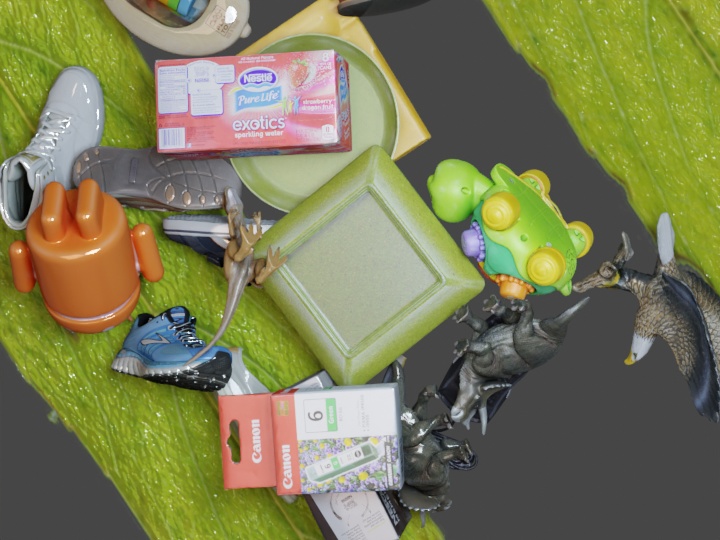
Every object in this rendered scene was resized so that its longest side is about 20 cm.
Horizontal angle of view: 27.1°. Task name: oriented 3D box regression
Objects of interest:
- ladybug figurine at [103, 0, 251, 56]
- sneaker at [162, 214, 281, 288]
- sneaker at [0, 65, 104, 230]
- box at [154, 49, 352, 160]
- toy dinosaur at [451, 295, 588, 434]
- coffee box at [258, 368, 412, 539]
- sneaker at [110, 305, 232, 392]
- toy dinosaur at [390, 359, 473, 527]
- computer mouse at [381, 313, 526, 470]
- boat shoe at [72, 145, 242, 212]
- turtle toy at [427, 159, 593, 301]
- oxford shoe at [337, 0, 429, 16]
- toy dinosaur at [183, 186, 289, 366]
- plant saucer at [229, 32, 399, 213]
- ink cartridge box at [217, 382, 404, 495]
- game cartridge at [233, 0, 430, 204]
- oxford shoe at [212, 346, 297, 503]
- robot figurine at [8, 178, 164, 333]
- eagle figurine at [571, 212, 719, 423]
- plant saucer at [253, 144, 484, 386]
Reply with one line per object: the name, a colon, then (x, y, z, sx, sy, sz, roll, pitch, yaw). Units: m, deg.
ladybug figurine: (-0.207, -0.317, 1.687, 0.199, 0.072, 0.136, 36, 98, 6)
sneaker: (-0.131, -0.020, 1.690, 0.198, 0.078, 0.080, 6, 100, 13)
sneaker: (-0.353, -0.138, 1.700, 0.073, 0.116, 0.202, 14, 94, 10)
box: (-0.114, -0.177, 1.607, 0.198, 0.095, 0.104, -3, 88, 9)
toy dinosaur: (0.162, 0.076, 1.585, 0.200, 0.077, 0.102, -36, 126, 16)
coffee box: (-0.026, 0.216, 1.669, 0.079, 0.113, 0.201, -27, 88, 9)
sneaker: (-0.211, 0.082, 1.671, 0.199, 0.078, 0.091, 5, 78, 50)
toy dinosaur: (0.059, 0.190, 1.644, 0.102, 0.077, 0.201, -28, 102, 11)
computer mouse: (0.107, 0.113, 1.677, 0.140, 0.046, 0.201, 28, 109, 3)
boat shoe: (-0.226, -0.102, 1.704, 0.198, 0.072, 0.076, 9, 78, 13)
turtle toy: (0.157, -0.047, 1.621, 0.200, 0.146, 0.101, 50, 120, 4)
oxford shoe: (0.062, -0.334, 1.648, 0.199, 0.071, 0.072, -21, 85, -2)
toy dinosaur: (-0.128, 0.002, 1.600, 0.060, 0.106, 0.201, 19, 62, -25)
plant saucer: (-0.053, -0.162, 1.663, 0.198, 0.031, 0.202, 0, 93, 9)
ink cartridge box: (-0.056, 0.181, 1.588, 0.198, 0.050, 0.110, -4, 92, 6)
game cartridge: (-0.044, -0.188, 1.689, 0.176, 0.032, 0.201, -32, 89, 9)
oxford shoe: (-0.117, 0.173, 1.706, 0.057, 0.075, 0.201, -28, 89, -15)
robot figurine: (-0.307, -0.010, 1.676, 0.143, 0.201, 0.116, -34, 54, -26)
eagle figurine: (0.335, 0.057, 1.591, 0.200, 0.151, 0.152, 37, 61, 19)
plant saucer: (0.000, 0.000, 1.617, 0.200, 0.048, 0.200, -38, 88, 5)
